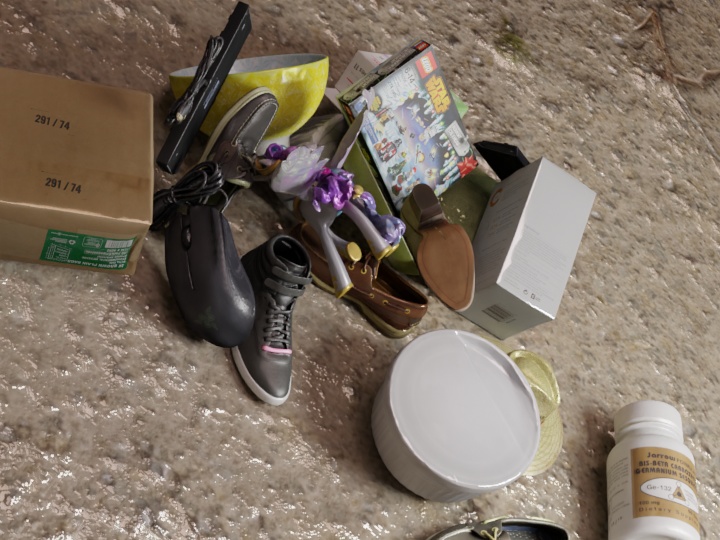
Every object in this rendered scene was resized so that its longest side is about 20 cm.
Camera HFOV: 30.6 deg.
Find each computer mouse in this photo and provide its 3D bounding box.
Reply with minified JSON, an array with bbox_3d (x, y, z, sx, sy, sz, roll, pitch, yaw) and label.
[{"bbox_3d":[-0.184,-0.007,1.459,0.053,0.138,0.202,-9,75,-62],"label":"computer mouse"}]

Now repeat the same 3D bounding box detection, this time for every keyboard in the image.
[{"bbox_3d":[-0.174,-0.204,1.447,0.020,0.127,0.202,25,82,1],"label":"keyboard"},{"bbox_3d":[0.243,-0.125,1.829,0.200,0.126,0.021,40,73,-55],"label":"keyboard"}]

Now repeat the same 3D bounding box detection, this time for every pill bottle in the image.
[{"bbox_3d":[0.372,0.274,1.682,0.113,0.114,0.202,26,46,-20],"label":"pill bottle"}]

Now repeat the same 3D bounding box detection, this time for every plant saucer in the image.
[{"bbox_3d":[0.018,-0.079,1.655,0.200,0.031,0.202,-90,154,-89],"label":"plant saucer"}]

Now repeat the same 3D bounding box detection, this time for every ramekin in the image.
[{"bbox_3d":[0.104,0.178,1.543,0.200,0.094,0.205,13,56,-20],"label":"ramekin"}]

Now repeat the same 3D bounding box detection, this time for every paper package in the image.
[{"bbox_3d":[-0.326,-0.106,1.402,0.197,0.104,0.193,8,56,-19],"label":"paper package"}]

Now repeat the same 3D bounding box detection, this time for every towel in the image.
[{"bbox_3d":[0.157,-0.081,1.837,0.199,0.036,0.149,31,46,-18],"label":"towel"}]

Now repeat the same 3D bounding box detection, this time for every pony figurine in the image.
[{"bbox_3d":[-0.036,-0.092,1.520,0.166,0.193,0.201,-36,86,-40],"label":"pony figurine"}]

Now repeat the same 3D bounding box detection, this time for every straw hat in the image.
[{"bbox_3d":[0.203,0.150,1.663,0.199,0.085,0.203,21,48,-25],"label":"straw hat"}]

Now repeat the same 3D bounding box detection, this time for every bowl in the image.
[{"bbox_3d":[-0.132,-0.201,1.624,0.199,0.199,0.109,-20,109,-44],"label":"bowl"}]

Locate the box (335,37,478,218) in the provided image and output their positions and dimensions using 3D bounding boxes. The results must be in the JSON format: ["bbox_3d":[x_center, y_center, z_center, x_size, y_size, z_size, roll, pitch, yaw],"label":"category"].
[{"bbox_3d":[0.064,-0.180,1.707,0.136,0.040,0.201,-37,128,-13],"label":"box"}]

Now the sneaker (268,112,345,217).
[{"bbox_3d":[-0.068,-0.138,1.696,0.200,0.074,0.083,-57,133,-50],"label":"sneaker"}]

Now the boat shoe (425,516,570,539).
[{"bbox_3d":[0.157,0.319,1.519,0.200,0.060,0.073,4,57,-36],"label":"boat shoe"}]

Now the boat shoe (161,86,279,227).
[{"bbox_3d":[-0.151,-0.116,1.512,0.066,0.202,0.072,41,7,23],"label":"boat shoe"}]

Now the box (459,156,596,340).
[{"bbox_3d":[0.214,-0.028,1.737,0.097,0.124,0.202,31,64,-16],"label":"box"}]

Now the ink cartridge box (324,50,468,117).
[{"bbox_3d":[0.047,-0.236,1.795,0.117,0.068,0.199,47,27,22],"label":"ink cartridge box"}]

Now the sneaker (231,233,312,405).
[{"bbox_3d":[-0.097,0.046,1.497,0.070,0.099,0.202,12,54,-33],"label":"sneaker"}]

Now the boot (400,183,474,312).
[{"bbox_3d":[0.100,-0.011,1.666,0.069,0.147,0.202,-13,63,-3],"label":"boot"}]

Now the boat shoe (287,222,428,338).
[{"bbox_3d":[0.000,0.001,1.629,0.199,0.068,0.072,37,44,-9],"label":"boat shoe"}]
